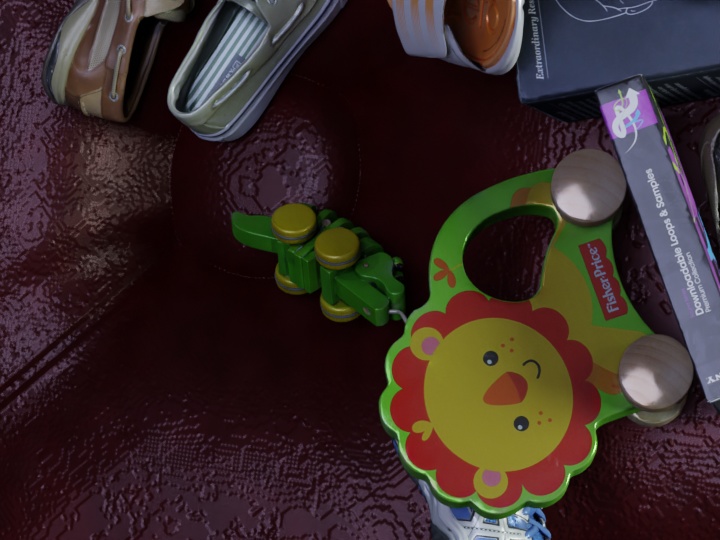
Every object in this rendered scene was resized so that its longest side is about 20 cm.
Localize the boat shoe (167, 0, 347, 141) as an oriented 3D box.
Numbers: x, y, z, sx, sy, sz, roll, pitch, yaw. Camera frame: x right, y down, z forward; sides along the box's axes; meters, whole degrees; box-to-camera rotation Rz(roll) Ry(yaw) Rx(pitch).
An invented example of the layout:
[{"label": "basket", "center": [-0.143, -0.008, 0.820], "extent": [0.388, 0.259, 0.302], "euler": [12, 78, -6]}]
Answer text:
[{"label": "boat shoe", "center": [-0.061, -0.176, 1.683], "extent": [0.072, 0.062, 0.201], "euler": [31, 95, 20]}]

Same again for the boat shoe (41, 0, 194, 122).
[{"label": "boat shoe", "center": [-0.147, -0.195, 1.718], "extent": [0.074, 0.076, 0.201], "euler": [28, 104, 15]}]

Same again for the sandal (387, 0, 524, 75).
[{"label": "sandal", "center": [0.042, -0.171, 1.586], "extent": [0.059, 0.207, 0.080], "euler": [-3, 103, -23]}]

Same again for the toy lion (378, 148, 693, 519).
[{"label": "toy lion", "center": [0.098, 0.046, 1.553], "extent": [0.191, 0.069, 0.201], "euler": [-18, 77, -2]}]

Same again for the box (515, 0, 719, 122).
[{"label": "box", "center": [0.197, -0.185, 1.564], "extent": [0.199, 0.107, 0.149], "euler": [-8, 83, 19]}]

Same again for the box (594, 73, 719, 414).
[{"label": "box", "center": [0.199, -0.011, 1.530], "extent": [0.036, 0.143, 0.201], "euler": [-19, 80, 9]}]

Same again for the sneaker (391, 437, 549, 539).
[{"label": "sneaker", "center": [0.086, 0.147, 1.587], "extent": [0.077, 0.076, 0.201], "euler": [-31, 76, 19]}]

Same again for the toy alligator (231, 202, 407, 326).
[{"label": "toy alligator", "center": [0.000, 0.000, 1.645], "extent": [0.200, 0.059, 0.054], "euler": [30, 53, 31]}]

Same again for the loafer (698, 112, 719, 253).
[{"label": "loafer", "center": [0.256, -0.010, 1.548], "extent": [0.076, 0.067, 0.201], "euler": [-28, 77, 16]}]
